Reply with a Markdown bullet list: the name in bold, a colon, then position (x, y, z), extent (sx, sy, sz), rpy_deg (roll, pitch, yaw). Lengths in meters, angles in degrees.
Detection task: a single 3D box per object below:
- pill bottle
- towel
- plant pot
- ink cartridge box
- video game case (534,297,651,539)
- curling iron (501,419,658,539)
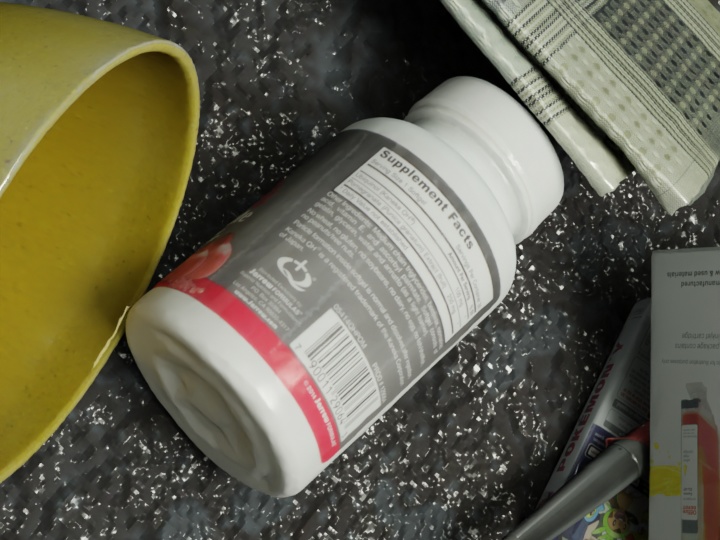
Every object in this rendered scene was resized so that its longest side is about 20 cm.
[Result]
- **pill bottle**: position (0.000, 0.000, 0.755), extent (0.200, 0.111, 0.111), rpy_deg (-41, 98, -24)
- **towel**: position (0.114, -0.127, 0.822), extent (0.200, 0.035, 0.193), rpy_deg (46, 36, 0)
- **plant pot**: position (-0.175, -0.028, 0.657), extent (0.142, 0.200, 0.200), rpy_deg (26, 69, 10)
- **ink cartridge box**: position (0.221, 0.090, 0.807), extent (0.145, 0.083, 0.200), rpy_deg (2, 88, -31)
- **video game case**: position (0.186, 0.142, 0.862), extent (0.200, 0.023, 0.182), rpy_deg (35, 69, -15)
- **curling iron**: position (0.132, 0.081, 0.820), extent (0.200, 0.026, 0.050), rpy_deg (-39, 104, -26)
